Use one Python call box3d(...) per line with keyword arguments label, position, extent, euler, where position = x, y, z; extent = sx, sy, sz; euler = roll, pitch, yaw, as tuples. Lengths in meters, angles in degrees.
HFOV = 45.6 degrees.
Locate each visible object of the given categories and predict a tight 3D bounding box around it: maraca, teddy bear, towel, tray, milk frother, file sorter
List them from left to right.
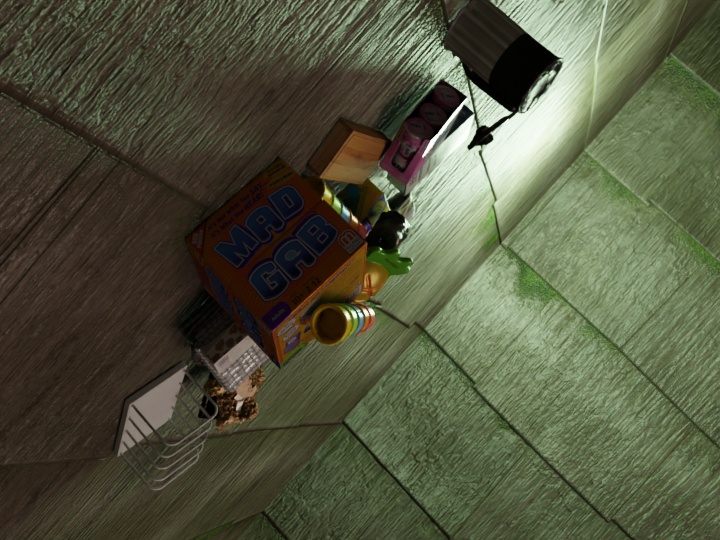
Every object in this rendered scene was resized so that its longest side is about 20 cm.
box3d(label="file sorter", position=(-0.368, 0.304, 1.632), extent=(0.138, 0.124, 0.201), euler=(-33, 161, -40))
box3d(label="teddy bear", position=(-0.244, 0.222, 1.683), extent=(0.144, 0.066, 0.203), euler=(-28, 129, -28))
box3d(label="towel", position=(-0.211, 0.098, 1.534), extent=(0.200, 0.085, 0.166), euler=(-45, 142, -13))
box3d(label="tray", position=(-0.014, -0.204, 1.505), extent=(0.099, 0.037, 0.199), euler=(-51, 166, 15))
box3d(label="maraca", position=(0.000, 0.000, 1.571), extent=(0.197, 0.109, 0.136), euler=(-17, 153, 31))
box3d(label="milk frother", position=(0.217, -0.341, 1.510), extent=(0.199, 0.188, 0.182), euler=(-37, 162, -31))

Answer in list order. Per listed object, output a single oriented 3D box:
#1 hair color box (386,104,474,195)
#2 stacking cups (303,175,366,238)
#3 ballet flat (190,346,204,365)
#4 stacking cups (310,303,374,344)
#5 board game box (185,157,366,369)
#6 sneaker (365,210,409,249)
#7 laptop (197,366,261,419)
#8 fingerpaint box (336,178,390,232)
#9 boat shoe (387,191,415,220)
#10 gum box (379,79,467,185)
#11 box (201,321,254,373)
box3d(label="hair color box", position=(0.143, -0.257, 1.769), extent=(0.200, 0.060, 0.100), euler=(-44, 165, -17))
box3d(label="stacking cups", position=(-0.047, -0.103, 1.527), extent=(0.061, 0.061, 0.200), euler=(-47, 150, 3))
box3d(label="ballet flat", position=(-0.239, 0.100, 1.612), extent=(0.199, 0.069, 0.072), euler=(-37, 144, -33))
box3d(label="stacking cups", position=(-0.017, 0.078, 1.365), extent=(0.061, 0.060, 0.200), euler=(-50, 167, 13))
box3d(label="board game box", position=(-0.127, -0.007, 1.363), extent=(0.200, 0.200, 0.200), euler=(-42, 165, -16))
box3d(label="sneaker", position=(0.030, -0.043, 1.672), extent=(0.200, 0.076, 0.114), euler=(-49, 178, 40))
box3d(label="laptop", position=(-0.262, 0.209, 1.773), extent=(0.198, 0.102, 0.181), euler=(14, 91, -48))
box3d(label="fingerpaint box", position=(-0.019, -0.086, 1.722), extent=(0.167, 0.073, 0.200), euler=(-47, 166, -4))
box3d(label="boat shoe", position=(0.045, -0.108, 1.896), extent=(0.200, 0.071, 0.063), euler=(-43, 141, -30))
box3d(label="gum box", position=(0.117, -0.257, 1.600), extent=(0.201, 0.066, 0.114), euler=(-52, 174, -45))
box3d(label="box", position=(-0.180, 0.092, 1.455), extent=(0.199, 0.039, 0.042), euler=(-41, 154, -17))
